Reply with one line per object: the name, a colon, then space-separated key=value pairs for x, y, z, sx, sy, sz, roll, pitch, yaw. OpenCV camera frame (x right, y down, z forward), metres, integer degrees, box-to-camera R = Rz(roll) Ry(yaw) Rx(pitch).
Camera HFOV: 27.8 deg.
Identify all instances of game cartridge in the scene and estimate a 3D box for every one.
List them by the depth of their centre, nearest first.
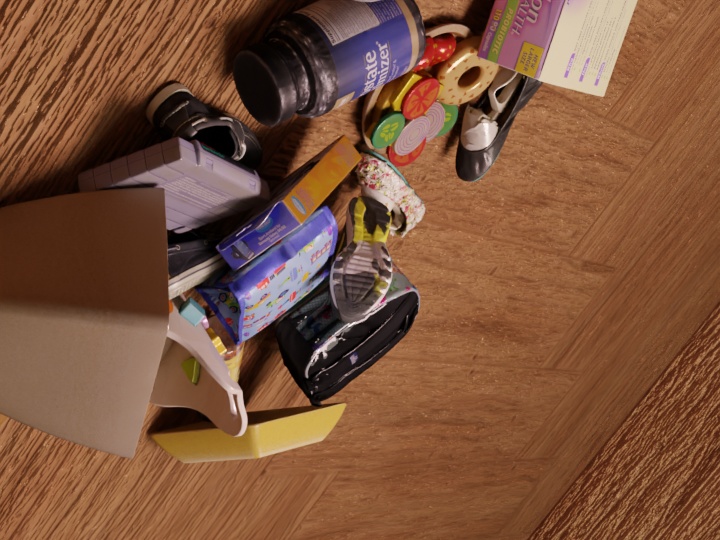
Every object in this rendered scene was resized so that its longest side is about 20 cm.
game cartridge: x=-0.192 y=-0.090 z=1.544 sx=0.128 sy=0.039 sz=0.200 roll=-22 pitch=162 yaw=18

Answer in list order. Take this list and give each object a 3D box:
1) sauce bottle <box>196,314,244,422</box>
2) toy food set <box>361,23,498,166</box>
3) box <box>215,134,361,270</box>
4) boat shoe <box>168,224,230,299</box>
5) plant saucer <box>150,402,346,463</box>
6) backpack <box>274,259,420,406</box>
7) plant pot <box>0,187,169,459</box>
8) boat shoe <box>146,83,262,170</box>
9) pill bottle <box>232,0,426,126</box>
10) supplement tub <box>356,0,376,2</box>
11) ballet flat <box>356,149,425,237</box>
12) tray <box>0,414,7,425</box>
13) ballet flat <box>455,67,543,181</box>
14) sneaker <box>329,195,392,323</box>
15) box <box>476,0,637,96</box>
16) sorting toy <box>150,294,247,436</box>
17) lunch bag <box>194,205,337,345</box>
sauce bottle: x=-0.190 y=0.132 z=1.898 sx=0.066 sy=0.066 sz=0.201 roll=-32 pitch=159 yaw=-27
toy food set: x=0.080 y=-0.220 z=1.825 sx=0.199 sy=0.049 sz=0.199 roll=-55 pitch=153 yaw=16
box: x=-0.085 y=-0.073 z=1.661 sx=0.119 sy=0.042 sz=0.200 roll=-33 pitch=-167 yaw=37
boat shoe: x=-0.193 y=-0.018 z=1.681 sx=0.074 sy=0.063 sz=0.200 roll=-36 pitch=178 yaw=31
plant saucer: x=-0.147 y=0.222 z=1.966 sx=0.198 sy=0.049 sz=0.199 roll=-10 pitch=178 yaw=38
backpack: x=-0.020 y=0.063 z=1.954 sx=0.199 sy=0.151 sz=0.178 roll=-32 pitch=158 yaw=-9
plant pot: x=-0.296 y=0.041 z=1.448 sx=0.175 sy=0.201 sz=0.201 roll=8 pitch=131 yaw=-16
boat shoe: x=-0.157 y=-0.135 z=1.570 sx=0.072 sy=0.068 sz=0.200 roll=-50 pitch=155 yaw=5
pill bottle: x=-0.035 y=-0.232 z=1.563 sx=0.199 sy=0.112 sz=0.113 roll=-31 pitch=150 yaw=-30
supplement tub: x=0.061 y=-0.353 z=1.523 sx=0.199 sy=0.123 sz=0.123 roll=-20 pitch=144 yaw=-42
ballet flat: x=0.037 y=-0.093 z=1.905 sx=0.064 sy=0.075 sz=0.200 roll=-62 pitch=154 yaw=-7
tray: x=-0.437 y=0.159 z=1.598 sx=0.200 sy=0.037 sz=0.099 roll=-48 pitch=154 yaw=0
ballet flat: x=0.178 y=-0.217 z=1.968 sx=0.201 sy=0.068 sz=0.068 roll=-58 pitch=144 yaw=1
sneaker: x=0.000 y=0.000 z=1.804 sx=0.201 sy=0.074 sz=0.085 roll=-77 pitch=-176 yaw=-46
box: x=0.257 y=-0.327 z=1.836 sx=0.199 sy=0.096 sz=0.178 roll=-1 pitch=112 yaw=-57
sorting toy: x=-0.198 y=0.109 z=1.720 sx=0.106 sy=0.180 sz=0.201 roll=-35 pitch=152 yaw=-20
lunch bag: x=-0.101 y=-0.002 z=1.722 sx=0.150 sy=0.094 sz=0.200 roll=-38 pitch=-179 yaw=-16
